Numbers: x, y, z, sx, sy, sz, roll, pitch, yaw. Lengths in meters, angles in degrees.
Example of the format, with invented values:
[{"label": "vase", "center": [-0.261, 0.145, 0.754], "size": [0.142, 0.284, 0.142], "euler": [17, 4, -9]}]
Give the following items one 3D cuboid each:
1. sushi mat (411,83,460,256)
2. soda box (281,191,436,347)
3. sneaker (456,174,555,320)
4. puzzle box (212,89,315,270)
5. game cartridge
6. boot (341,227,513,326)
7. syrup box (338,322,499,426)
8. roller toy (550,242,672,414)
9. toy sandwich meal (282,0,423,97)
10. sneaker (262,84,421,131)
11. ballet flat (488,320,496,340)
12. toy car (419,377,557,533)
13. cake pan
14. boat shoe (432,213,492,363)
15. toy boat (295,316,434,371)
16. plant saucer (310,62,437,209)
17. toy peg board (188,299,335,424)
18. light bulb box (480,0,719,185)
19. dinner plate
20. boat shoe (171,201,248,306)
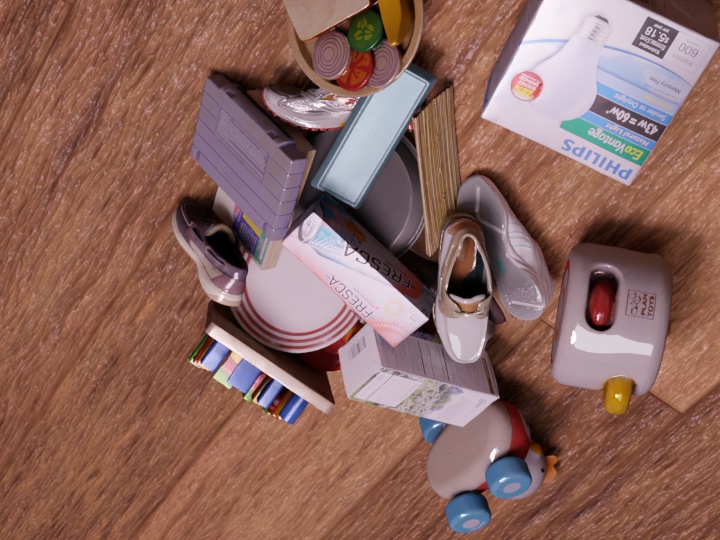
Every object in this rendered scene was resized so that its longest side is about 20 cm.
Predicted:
[{"label": "sushi mat", "center": [0.098, -0.125, 1.484], "size": [0.012, 0.096, 0.200], "euler": [14, 128, 31]}, {"label": "soda box", "center": [0.000, 0.000, 1.475], "size": [0.200, 0.064, 0.068], "euler": [42, 120, -11]}, {"label": "sneaker", "center": [0.190, -0.035, 1.540], "size": [0.070, 0.080, 0.200], "euler": [-23, 96, 35]}, {"label": "puzzle box", "center": [-0.129, -0.116, 1.535], "size": [0.133, 0.025, 0.200], "euler": [49, 135, 30]}, {"label": "game cartridge", "center": [-0.143, -0.146, 1.497], "size": [0.200, 0.038, 0.130], "euler": [46, 129, 32]}, {"label": "boot", "center": [0.084, 0.038, 1.571], "size": [0.166, 0.072, 0.200], "euler": [-44, 93, 0]}, {"label": "syrup box", "center": [0.078, 0.137, 1.559], "size": [0.200, 0.081, 0.079], "euler": [17, 135, -33]}, {"label": "roller toy", "center": [0.322, 0.064, 1.495], "size": [0.140, 0.200, 0.183], "euler": [9, 119, 7]}, {"label": "toy sandwich meal", "center": [-0.020, -0.301, 1.370], "size": [0.205, 0.070, 0.205], "euler": [5, 100, 29]}, {"label": "sneaker", "center": [-0.022, -0.221, 1.468], "size": [0.200, 0.078, 0.082], "euler": [2, 117, 3]}, {"label": "ballet flat", "center": [0.117, 0.130, 1.663], "size": [0.067, 0.046, 0.200], "euler": [53, 124, 20]}, {"label": "toy car", "center": [0.214, 0.268, 1.702], "size": [0.200, 0.184, 0.177], "euler": [15, 131, -33]}, {"label": "cake pan", "center": [-0.011, -0.097, 1.515], "size": [0.200, 0.037, 0.200], "euler": [3, 100, 18]}, {"label": "boat shoe", "center": [0.130, 0.032, 1.499], "size": [0.075, 0.068, 0.200], "euler": [-7, 110, -2]}, {"label": "toy boat", "center": [-0.003, 0.094, 1.630], "size": [0.200, 0.131, 0.131], "euler": [-8, 121, 18]}, {"label": "plant saucer", "center": [0.014, -0.166, 1.440], "size": [0.070, 0.019, 0.200], "euler": [28, 116, -9]}, {"label": "toy peg board", "center": [-0.149, 0.144, 1.646], "size": [0.200, 0.199, 0.098], "euler": [35, 95, -10]}, {"label": "light bulb box", "center": [0.268, -0.238, 1.346], "size": [0.198, 0.125, 0.200], "euler": [24, 125, -3]}, {"label": "dinner plate", "center": [-0.084, 0.012, 1.606], "size": [0.200, 0.024, 0.200], "euler": [-1, 84, 6]}, {"label": "boat shoe", "center": [-0.193, -0.035, 1.572], "size": [0.072, 0.200, 0.065], "euler": [17, 118, -37]}]
